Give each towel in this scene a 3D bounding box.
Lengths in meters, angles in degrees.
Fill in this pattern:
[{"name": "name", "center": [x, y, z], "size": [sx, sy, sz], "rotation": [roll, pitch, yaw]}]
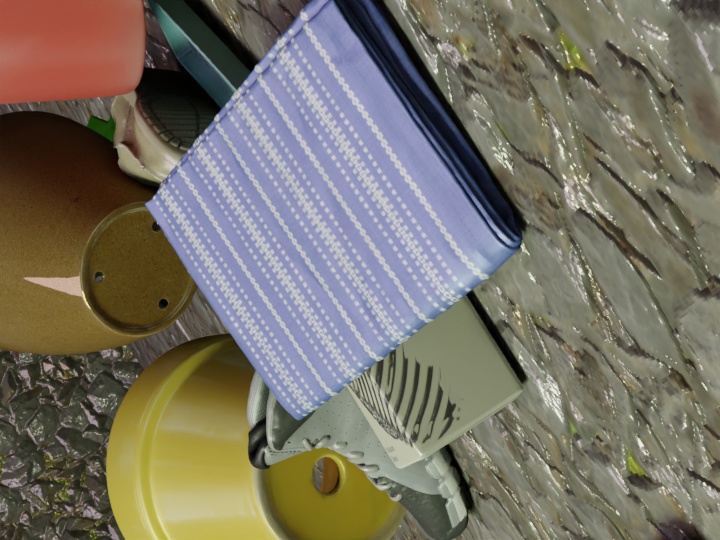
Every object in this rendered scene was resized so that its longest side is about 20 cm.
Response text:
[{"name": "towel", "center": [-0.018, -0.026, 0.733], "size": [0.145, 0.024, 0.200], "rotation": [56, 137, 6]}]

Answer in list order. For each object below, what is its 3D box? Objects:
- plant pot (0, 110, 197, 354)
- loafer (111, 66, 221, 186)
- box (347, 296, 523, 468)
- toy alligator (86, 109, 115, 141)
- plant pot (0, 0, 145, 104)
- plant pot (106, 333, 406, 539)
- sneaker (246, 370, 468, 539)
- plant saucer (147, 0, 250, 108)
[{"name": "plant pot", "center": [-0.203, -0.014, 1.120], "size": [0.199, 0.186, 0.188], "rotation": [16, 137, 54]}, {"name": "loafer", "center": [-0.127, -0.087, 1.043], "size": [0.200, 0.075, 0.069], "rotation": [-128, 43, -64]}, {"name": "box", "center": [0.000, 0.000, 0.807], "size": [0.201, 0.068, 0.082], "rotation": [57, 167, 7]}, {"name": "toy alligator", "center": [-0.169, -0.099, 1.266], "size": [0.054, 0.060, 0.199], "rotation": [14, -174, -34]}, {"name": "plant pot", "center": [-0.247, -0.190, 0.967], "size": [0.200, 0.176, 0.203], "rotation": [163, 90, -71]}, {"name": "plant pot", "center": [-0.063, 0.144, 1.126], "size": [0.188, 0.200, 0.202], "rotation": [-9, 112, 60]}, {"name": "sneaker", "center": [-0.014, 0.113, 1.004], "size": [0.201, 0.115, 0.075], "rotation": [64, 166, -19]}, {"name": "plant saucer", "center": [-0.075, -0.109, 0.945], "size": [0.200, 0.019, 0.070], "rotation": [50, 169, 40]}]
